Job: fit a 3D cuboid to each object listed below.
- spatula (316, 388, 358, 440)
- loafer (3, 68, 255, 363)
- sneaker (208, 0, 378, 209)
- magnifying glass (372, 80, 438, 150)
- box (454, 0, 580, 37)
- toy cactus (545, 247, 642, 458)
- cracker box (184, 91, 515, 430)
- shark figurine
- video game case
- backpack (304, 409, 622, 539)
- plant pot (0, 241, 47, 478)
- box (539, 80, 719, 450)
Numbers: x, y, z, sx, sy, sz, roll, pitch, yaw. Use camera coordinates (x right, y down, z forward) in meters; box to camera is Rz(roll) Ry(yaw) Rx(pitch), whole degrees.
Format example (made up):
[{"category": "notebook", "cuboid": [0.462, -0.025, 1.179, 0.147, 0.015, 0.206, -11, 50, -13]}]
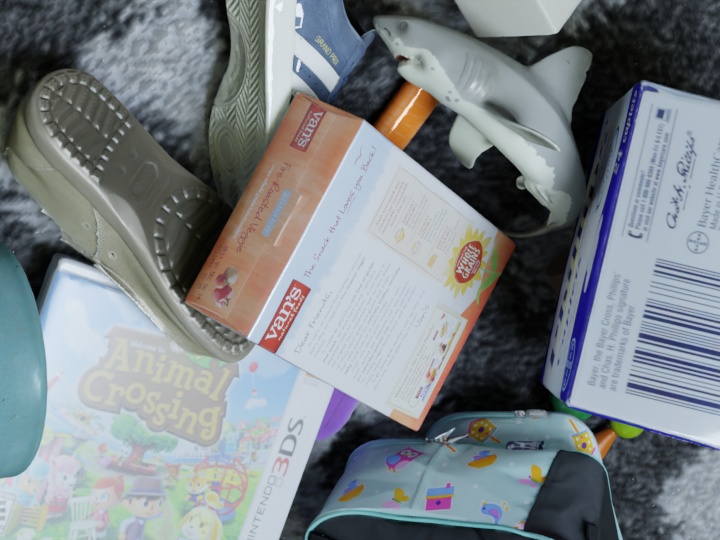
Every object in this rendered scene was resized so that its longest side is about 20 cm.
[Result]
[{"category": "spatula", "cuboid": [-0.078, 0.055, 1.098, 0.199, 0.021, 0.057, 27, 97, -29]}, {"category": "loafer", "cuboid": [-0.128, -0.028, 1.005, 0.201, 0.068, 0.076, 53, 51, -20]}, {"category": "sneaker", "cuboid": [-0.034, -0.110, 1.011, 0.084, 0.075, 0.202, -11, 125, -31]}, {"category": "magnifying glass", "cuboid": [-0.011, -0.047, 1.080, 0.079, 0.022, 0.201, 33, 101, -30]}, {"category": "box", "cuboid": [0.061, -0.231, 0.976, 0.082, 0.068, 0.201, -52, 126, -28]}, {"category": "toy cactus", "cuboid": [0.178, 0.060, 1.171, 0.199, 0.102, 0.165, -35, 112, 9]}, {"category": "cracker box", "cuboid": [0.000, 0.000, 1.026, 0.135, 0.057, 0.200, -61, 145, -4]}, {"category": "shark figurine", "cuboid": [0.110, -0.084, 1.026, 0.090, 0.128, 0.215, -54, 136, -12]}, {"category": "video game case", "cuboid": [-0.124, 0.105, 1.061, 0.199, 0.022, 0.184, 19, 93, -28]}, {"category": "backpack", "cuboid": [0.070, 0.182, 1.131, 0.198, 0.154, 0.177, -3, 128, 22]}, {"category": "plant pot", "cuboid": [-0.276, 0.056, 0.932, 0.186, 0.200, 0.202, -7, 117, -33]}, {"category": "box", "cuboid": [0.180, -0.001, 1.033, 0.104, 0.200, 0.186, 14, 90, 2]}]
